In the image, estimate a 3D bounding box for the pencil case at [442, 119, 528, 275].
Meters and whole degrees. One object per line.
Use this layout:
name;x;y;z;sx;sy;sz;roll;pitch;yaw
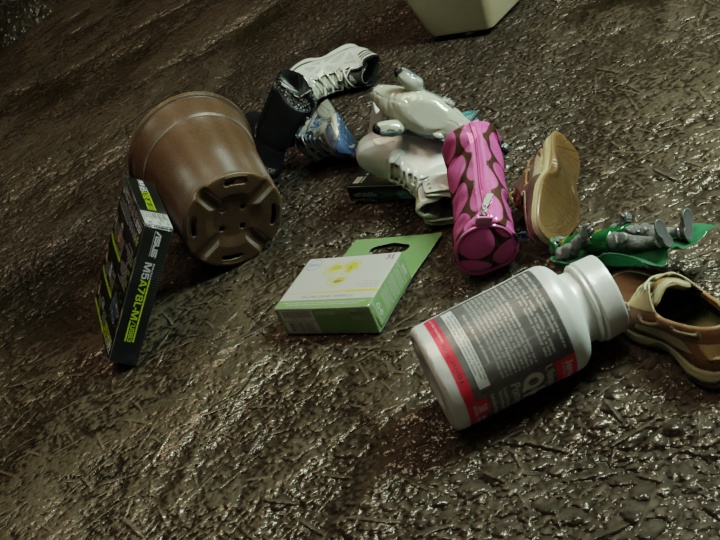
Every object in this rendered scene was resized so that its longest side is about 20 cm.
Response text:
pencil case;0.144;-0.095;1.350;0.089;0.094;0.202;-14;45;10

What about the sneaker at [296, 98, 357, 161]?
sneaker;-0.056;-0.204;1.774;0.085;0.078;0.200;-34;21;3

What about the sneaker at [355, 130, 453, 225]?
sneaker;0.074;-0.122;1.474;0.197;0.075;0.116;11;41;16

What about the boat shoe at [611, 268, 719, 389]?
boat shoe;0.302;0.036;1.071;0.075;0.075;0.200;-29;29;-11

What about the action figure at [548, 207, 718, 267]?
action figure;0.268;-0.030;1.201;0.117;0.056;0.199;-17;4;-30

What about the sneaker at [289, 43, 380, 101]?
sneaker;-0.050;-0.344;1.986;0.199;0.077;0.115;-34;28;-22

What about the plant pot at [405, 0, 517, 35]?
plant pot;0.184;-0.536;2.004;0.197;0.179;0.200;1;36;38

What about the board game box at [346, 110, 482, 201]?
board game box;0.081;-0.168;1.635;0.133;0.028;0.201;1;37;34

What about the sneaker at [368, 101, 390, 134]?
sneaker;0.065;-0.204;1.618;0.097;0.072;0.200;4;8;-9

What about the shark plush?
shark plush;0.107;-0.210;1.483;0.196;0.093;0.083;11;5;7

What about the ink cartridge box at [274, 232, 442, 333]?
ink cartridge box;0.000;0.000;1.398;0.144;0.048;0.201;-4;37;34

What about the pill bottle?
pill bottle;0.157;0.064;1.097;0.198;0.112;0.111;-26;28;-3

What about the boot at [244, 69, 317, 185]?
boot;-0.133;-0.247;1.779;0.075;0.169;0.201;16;32;-22

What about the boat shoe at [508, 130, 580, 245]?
boat shoe;0.221;-0.091;1.370;0.072;0.072;0.202;-33;26;35

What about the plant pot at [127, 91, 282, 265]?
plant pot;-0.214;-0.123;1.614;0.198;0.202;0.199;-29;42;-9

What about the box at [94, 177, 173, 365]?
box;-0.310;-0.004;1.513;0.047;0.196;0.200;9;18;-22
